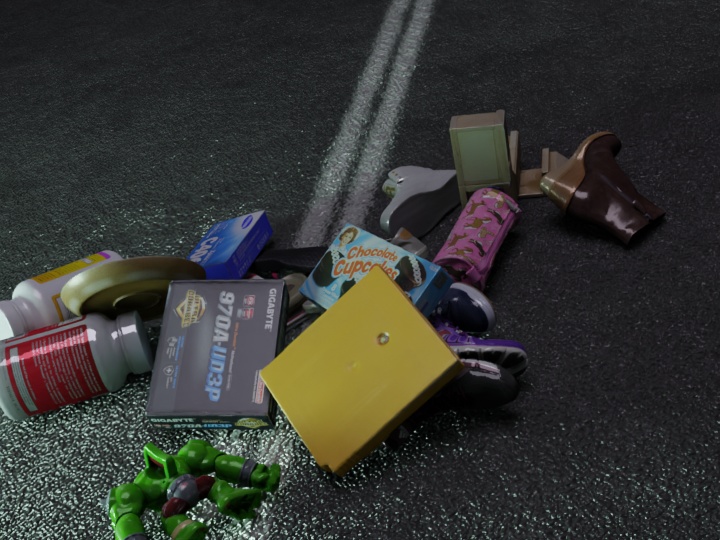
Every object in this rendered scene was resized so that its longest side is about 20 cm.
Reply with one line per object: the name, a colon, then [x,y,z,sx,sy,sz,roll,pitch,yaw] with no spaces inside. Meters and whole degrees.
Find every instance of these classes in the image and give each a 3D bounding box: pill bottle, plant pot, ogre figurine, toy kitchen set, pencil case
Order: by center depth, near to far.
ogre figurine: [-0.195,0.251,1.118,0.120,0.098,0.200,32,64,34]
pill bottle: [-0.389,0.123,1.372,0.199,0.113,0.112,-17,32,-4]
plant pot: [-0.310,0.034,1.398,0.199,0.200,0.028,-15,70,-1]
pencil case: [0.164,-0.038,1.435,0.083,0.087,0.200,29,44,6]
pill bottle: [-0.434,0.049,1.479,0.104,0.105,0.200,20,33,41]
toy kitchen set: [0.238,-0.198,1.555,0.162,0.181,0.200,-4,38,14]

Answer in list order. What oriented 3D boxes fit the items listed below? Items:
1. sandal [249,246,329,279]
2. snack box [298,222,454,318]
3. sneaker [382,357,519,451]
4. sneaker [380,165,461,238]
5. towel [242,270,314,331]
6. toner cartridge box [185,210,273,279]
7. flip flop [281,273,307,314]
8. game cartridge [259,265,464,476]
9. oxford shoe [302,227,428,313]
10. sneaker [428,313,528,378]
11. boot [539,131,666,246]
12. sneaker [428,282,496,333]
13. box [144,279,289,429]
sandal: [-0.104,-0.005,1.529,0.075,0.045,0.200,-25,17,-38]
snack box: [0.016,0.020,1.287,0.116,0.037,0.200,-54,40,-7]
sneaker: [0.080,0.165,1.177,0.199,0.076,0.116,-3,41,32]
sneaker: [0.070,-0.109,1.595,0.115,0.074,0.200,13,31,38]
towel: [-0.178,0.059,1.475,0.144,0.023,0.200,-32,38,-30]
toner cartridge box: [-0.209,-0.026,1.554,0.095,0.043,0.200,-13,22,18]
flip flop: [-0.147,0.053,1.398,0.081,0.058,0.200,21,46,39]
game cartridge: [-0.002,0.117,1.179,0.200,0.032,0.176,-43,53,5]
oxford shoe: [0.000,0.000,1.390,0.200,0.058,0.075,-29,7,23]
sneaker: [0.109,0.089,1.243,0.199,0.081,0.084,3,53,26]
boot: [0.378,-0.120,1.494,0.166,0.073,0.200,35,49,24]
sneaker: [0.077,0.061,1.323,0.108,0.070,0.200,-30,28,-32]
box: [-0.180,0.106,1.299,0.158,0.046,0.201,0,57,8]
